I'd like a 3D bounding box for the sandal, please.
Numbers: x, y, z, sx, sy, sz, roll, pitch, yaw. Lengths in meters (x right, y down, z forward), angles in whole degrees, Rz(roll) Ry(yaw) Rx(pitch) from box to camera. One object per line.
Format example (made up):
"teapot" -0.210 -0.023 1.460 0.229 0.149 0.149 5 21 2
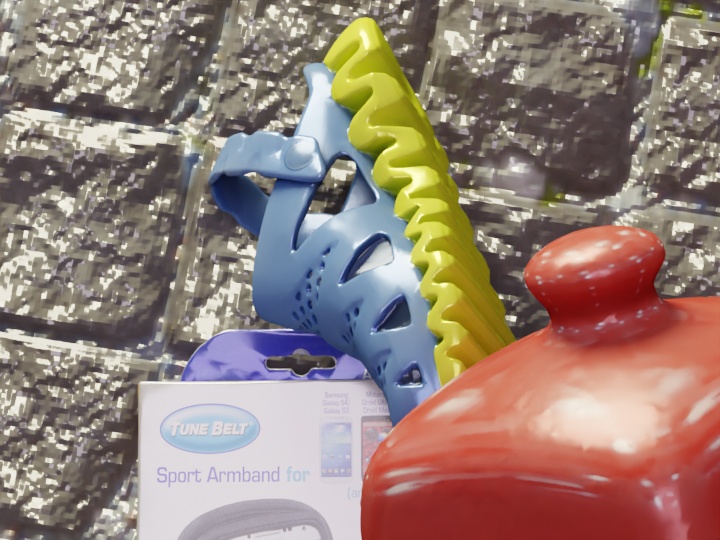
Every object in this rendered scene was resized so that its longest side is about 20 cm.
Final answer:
"sandal" 0.000 0.000 0.868 0.087 0.080 0.200 -26 45 6

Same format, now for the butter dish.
"butter dish" 0.087 0.058 0.735 0.199 0.200 0.148 -27 106 -40

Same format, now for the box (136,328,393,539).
"box" -0.023 0.118 0.878 0.119 0.041 0.201 -1 79 2
